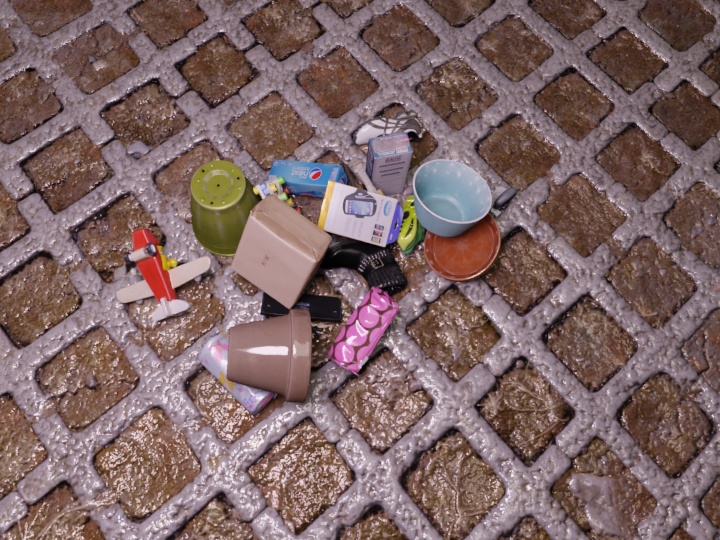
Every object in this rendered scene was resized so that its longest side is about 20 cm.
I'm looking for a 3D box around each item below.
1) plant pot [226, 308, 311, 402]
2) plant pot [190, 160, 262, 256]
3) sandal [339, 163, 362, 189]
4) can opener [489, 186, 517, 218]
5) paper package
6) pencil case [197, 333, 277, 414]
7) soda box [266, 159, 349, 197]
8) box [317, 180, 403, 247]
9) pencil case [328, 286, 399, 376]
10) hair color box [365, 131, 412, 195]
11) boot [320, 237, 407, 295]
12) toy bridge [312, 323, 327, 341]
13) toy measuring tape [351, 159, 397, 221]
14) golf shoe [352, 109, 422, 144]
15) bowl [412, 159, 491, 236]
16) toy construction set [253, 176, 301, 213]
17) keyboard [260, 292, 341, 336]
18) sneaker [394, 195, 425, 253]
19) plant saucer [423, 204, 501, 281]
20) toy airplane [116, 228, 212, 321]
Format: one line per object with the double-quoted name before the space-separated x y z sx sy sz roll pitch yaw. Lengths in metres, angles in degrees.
"plant pot" -0.200 0.180 1.307 0.171 0.201 0.204 4 69 -12
"plant pot" -0.332 -0.164 1.476 0.196 0.193 0.204 1 70 -3
"sandal" -0.017 -0.190 1.577 0.054 0.082 0.203 -3 61 -27
"can opener" 0.329 -0.150 1.581 0.053 0.067 0.200 41 78 13
"paper package" -0.186 -0.041 1.413 0.189 0.201 0.104 35 46 1
"pencil case" -0.282 0.236 1.390 0.200 0.084 0.090 43 30 13
"soda box" -0.134 -0.233 1.546 0.197 0.068 0.065 10 72 22
"box" 0.002 -0.134 1.465 0.197 0.041 0.121 15 95 -7
"pencil case" 0.013 0.141 1.411 0.093 0.090 0.202 35 94 46
"hair color box" 0.068 -0.263 1.531 0.098 0.201 0.061 -12 70 -8
"boot" 0.001 -0.001 1.495 0.208 0.080 0.160 -16 71 -9
"toy bridge" -0.177 0.145 1.458 0.196 0.027 0.068 -6 69 -7
"toy measuring tape" 0.026 -0.180 1.519 0.073 0.073 0.202 -36 100 -15
"golf shoe" 0.077 -0.368 1.638 0.197 0.078 0.096 -19 72 -9
"bowl" 0.211 -0.162 1.477 0.197 0.106 0.204 6 54 -8
"toy construction set" -0.198 -0.144 1.498 0.090 0.203 0.132 -12 31 1
"keyboard" -0.143 0.106 1.457 0.196 0.021 0.128 5 45 -5
"sneaker" 0.137 -0.124 1.556 0.073 0.084 0.201 15 50 21
"plant saucer" 0.258 -0.068 1.525 0.197 0.032 0.204 -9 67 23
"toy airplane" -0.470 0.017 1.446 0.197 0.141 0.202 22 107 -4
